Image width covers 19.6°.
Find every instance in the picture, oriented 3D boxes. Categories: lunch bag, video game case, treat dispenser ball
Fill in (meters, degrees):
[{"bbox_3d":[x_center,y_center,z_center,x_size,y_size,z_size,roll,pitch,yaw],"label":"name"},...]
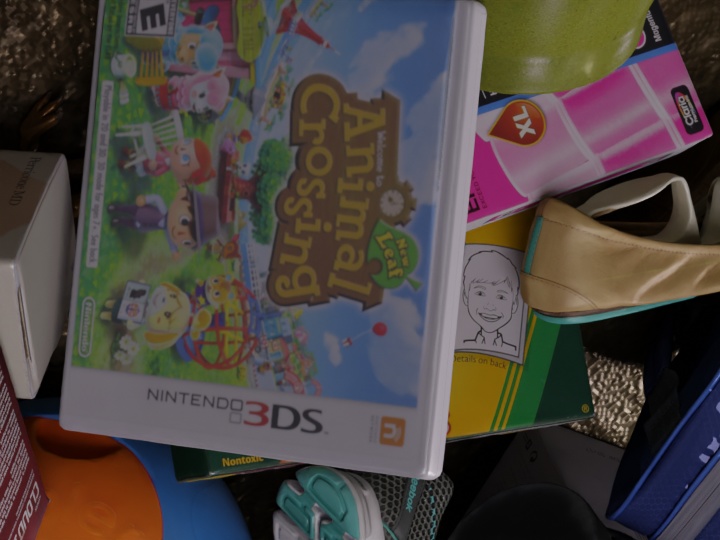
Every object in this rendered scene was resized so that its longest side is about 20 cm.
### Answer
[{"bbox_3d":[0.210,0.074,1.085,0.132,0.200,0.136,35,115,0],"label":"lunch bag"},{"bbox_3d":[-0.041,-0.021,0.902,0.181,0.022,0.201,5,89,24],"label":"video game case"},{"bbox_3d":[-0.150,0.164,1.046,0.200,0.201,0.202,-6,122,-10],"label":"treat dispenser ball"}]

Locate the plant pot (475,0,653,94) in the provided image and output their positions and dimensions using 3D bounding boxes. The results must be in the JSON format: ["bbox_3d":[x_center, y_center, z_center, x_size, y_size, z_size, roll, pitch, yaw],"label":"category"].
[{"bbox_3d":[0.074,-0.188,0.906,0.199,0.201,0.194,-4,133,-11],"label":"plant pot"}]

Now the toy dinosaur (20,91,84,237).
[{"bbox_3d":[-0.137,-0.022,1.020,0.200,0.061,0.106,-37,123,10],"label":"toy dinosaur"}]

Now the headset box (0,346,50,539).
[{"bbox_3d":[-0.228,0.066,0.896,0.148,0.077,0.201,-3,126,12],"label":"headset box"}]

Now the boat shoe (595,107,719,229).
[{"bbox_3d":[0.185,-0.031,1.083,0.200,0.074,0.069,-38,116,10],"label":"boat shoe"}]

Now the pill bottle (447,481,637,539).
[{"bbox_3d":[0.118,0.199,1.045,0.111,0.112,0.200,-30,127,6],"label":"pill bottle"}]

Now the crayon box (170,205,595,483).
[{"bbox_3d":[0.000,0.000,0.992,0.199,0.058,0.174,-7,84,-24],"label":"crayon box"}]

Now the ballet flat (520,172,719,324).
[{"bbox_3d":[0.165,-0.016,1.001,0.199,0.069,0.063,-7,104,-32],"label":"ballet flat"}]

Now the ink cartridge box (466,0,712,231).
[{"bbox_3d":[0.066,-0.075,0.986,0.199,0.037,0.095,-20,86,-23],"label":"ink cartridge box"}]

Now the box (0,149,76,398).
[{"bbox_3d":[-0.236,-0.004,0.951,0.199,0.095,0.078,3,126,6],"label":"box"}]

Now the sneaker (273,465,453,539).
[{"bbox_3d":[0.004,0.173,1.032,0.091,0.077,0.201,-21,135,-38],"label":"sneaker"}]

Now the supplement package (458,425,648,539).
[{"bbox_3d":[0.104,0.205,1.185,0.113,0.110,0.201,20,114,-23],"label":"supplement package"}]
